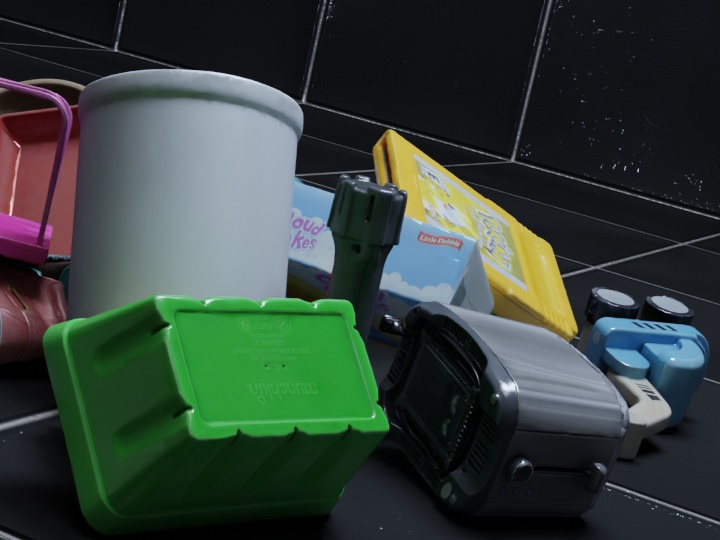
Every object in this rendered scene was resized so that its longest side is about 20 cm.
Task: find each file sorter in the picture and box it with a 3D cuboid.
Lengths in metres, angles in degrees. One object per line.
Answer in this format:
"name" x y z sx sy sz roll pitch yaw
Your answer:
"file sorter" -0.300 -0.091 1.318 0.138 0.126 0.200 14 4 -11

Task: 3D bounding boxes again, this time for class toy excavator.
"toy excavator" 0.249 0.100 1.485 0.193 0.101 0.200 6 21 -27

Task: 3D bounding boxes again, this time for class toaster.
"toaster" 0.101 0.099 1.208 0.128 0.114 0.200 12 19 -29

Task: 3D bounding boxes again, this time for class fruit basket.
"fruit basket" -0.113 0.091 1.056 0.214 0.157 0.216 -16 -20 -6

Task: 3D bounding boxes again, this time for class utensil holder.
"utensil holder" -0.132 -0.026 1.232 0.168 0.202 0.170 3 -14 1

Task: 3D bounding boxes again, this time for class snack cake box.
"snack cake box" 0.000 0.000 1.341 0.199 0.068 0.115 18 -21 21

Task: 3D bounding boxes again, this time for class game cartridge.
"game cartridge" 0.100 -0.026 1.457 0.199 0.032 0.177 32 23 -20

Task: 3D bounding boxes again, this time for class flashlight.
"flashlight" -0.014 0.033 1.194 0.067 0.202 0.068 16 10 24

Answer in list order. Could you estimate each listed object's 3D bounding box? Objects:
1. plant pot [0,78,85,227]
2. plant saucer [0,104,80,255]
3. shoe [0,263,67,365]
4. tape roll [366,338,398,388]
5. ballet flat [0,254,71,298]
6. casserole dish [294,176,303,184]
"plant pot" -0.310 -0.077 1.582 0.200 0.202 0.093 18 -28 25
"plant saucer" -0.233 -0.062 1.472 0.198 0.201 0.037 -7 -36 8
"shoe" -0.294 0.022 1.290 0.090 0.072 0.200 7 17 -39
"tape roll" 0.086 0.086 1.399 0.201 0.037 0.203 9 20 -3
"ballet flat" -0.241 0.018 1.364 0.199 0.075 0.074 17 12 14
"casserole dish" -0.144 -0.053 1.729 0.198 0.122 0.039 12 29 -2
